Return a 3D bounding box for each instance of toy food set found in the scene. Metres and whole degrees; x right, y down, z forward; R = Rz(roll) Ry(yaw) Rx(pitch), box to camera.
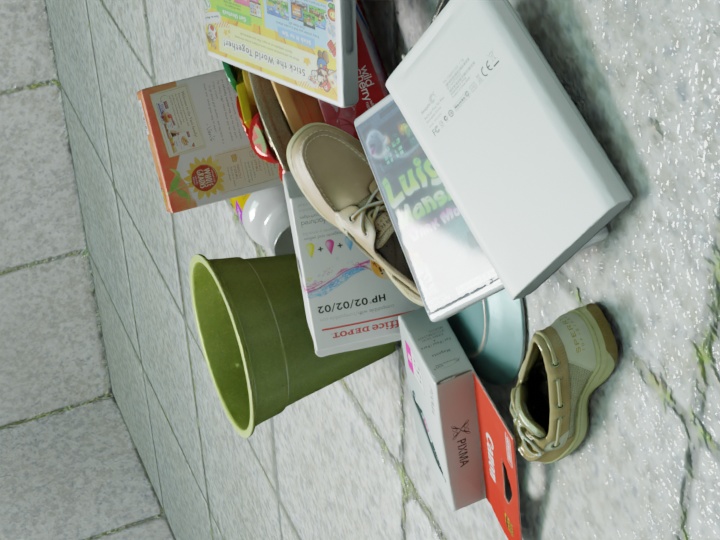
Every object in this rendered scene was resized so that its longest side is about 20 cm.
[{"bbox_3d":[-0.075,-0.138,1.425,0.200,0.048,0.200,48,-157,-60],"label":"toy food set"}]

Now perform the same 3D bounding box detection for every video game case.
[{"bbox_3d":[-0.075,-0.256,1.260,0.199,0.023,0.184,26,128,41],"label":"video game case"},{"bbox_3d":[0.086,-0.075,1.112,0.200,0.023,0.183,-30,78,50],"label":"video game case"}]

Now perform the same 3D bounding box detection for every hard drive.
[{"bbox_3d":[0.104,-0.097,1.049,0.132,0.026,0.201,-47,66,45],"label":"hard drive"}]

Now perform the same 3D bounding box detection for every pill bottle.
[{"bbox_3d":[-0.103,-0.097,1.667,0.105,0.103,0.201,93,155,-45],"label":"pill bottle"}]

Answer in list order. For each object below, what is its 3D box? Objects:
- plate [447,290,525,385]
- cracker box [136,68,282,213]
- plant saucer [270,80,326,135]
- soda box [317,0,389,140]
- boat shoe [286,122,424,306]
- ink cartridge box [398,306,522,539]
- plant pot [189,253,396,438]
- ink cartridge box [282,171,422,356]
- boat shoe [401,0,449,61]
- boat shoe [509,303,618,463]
[{"bbox_3d":[0.092,0.010,1.293,0.200,0.025,0.202,163,90,-72],"label":"plate"},{"bbox_3d":[-0.127,-0.151,1.535,0.058,0.198,0.135,-161,57,-76],"label":"cracker box"},{"bbox_3d":[-0.046,-0.179,1.419,0.200,0.037,0.202,-22,-90,-79],"label":"plant saucer"},{"bbox_3d":[-0.018,-0.206,1.349,0.070,0.063,0.202,20,-131,-75],"label":"soda box"},{"bbox_3d":[0.019,-0.048,1.221,0.200,0.071,0.064,45,175,-15],"label":"boat shoe"},{"bbox_3d":[0.094,0.159,1.324,0.201,0.043,0.174,80,168,-46],"label":"ink cartridge box"},{"bbox_3d":[-0.064,0.055,1.537,0.200,0.188,0.202,164,90,-73],"label":"plant pot"},{"bbox_3d":[0.000,0.000,1.344,0.068,0.114,0.202,-110,10,-63],"label":"ink cartridge box"},{"bbox_3d":[0.058,-0.154,1.185,0.201,0.060,0.075,102,164,-56],"label":"boat shoe"},{"bbox_3d":[0.147,0.098,1.136,0.201,0.063,0.074,106,144,-59],"label":"boat shoe"}]
